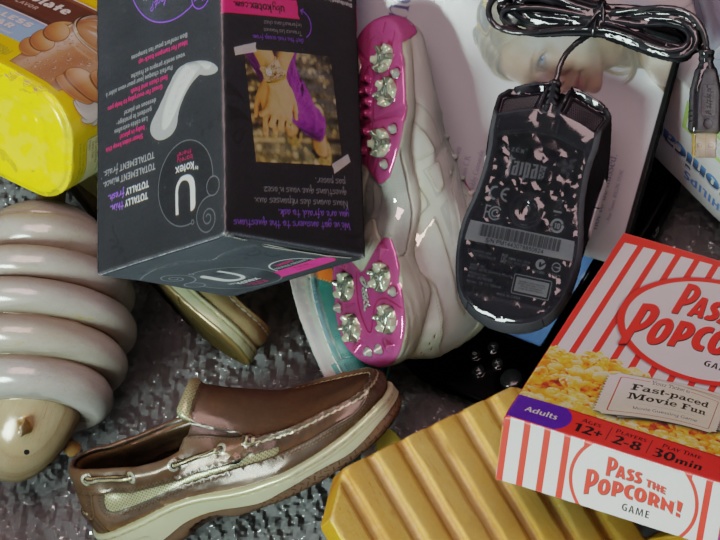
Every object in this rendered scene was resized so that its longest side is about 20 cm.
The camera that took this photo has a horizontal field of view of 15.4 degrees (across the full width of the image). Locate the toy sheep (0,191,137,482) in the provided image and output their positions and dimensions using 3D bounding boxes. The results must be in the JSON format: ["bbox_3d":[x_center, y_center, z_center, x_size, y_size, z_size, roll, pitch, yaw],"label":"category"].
[{"bbox_3d":[-0.196,0.027,1.574,0.137,0.138,0.201,-1,73,9],"label":"toy sheep"}]

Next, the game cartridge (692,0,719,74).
[{"bbox_3d":[0.292,-0.167,1.542,0.199,0.041,0.134,-6,59,-6],"label":"game cartridge"}]

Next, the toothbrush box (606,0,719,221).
[{"bbox_3d":[0.258,-0.134,1.591,0.200,0.086,0.146,-30,60,-20],"label":"toothbrush box"}]

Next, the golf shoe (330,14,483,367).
[{"bbox_3d":[0.031,-0.046,1.535,0.075,0.091,0.201,2,92,54],"label":"golf shoe"}]

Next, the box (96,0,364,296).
[{"bbox_3d":[-0.075,-0.097,1.515,0.122,0.106,0.201,-15,71,47],"label":"box"}]

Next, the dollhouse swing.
[{"bbox_3d":[0.109,0.151,1.392,0.200,0.182,0.176,-23,91,-31],"label":"dollhouse swing"}]

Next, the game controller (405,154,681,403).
[{"bbox_3d":[0.109,-0.004,1.590,0.104,0.042,0.200,25,68,20],"label":"game controller"}]

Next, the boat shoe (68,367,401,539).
[{"bbox_3d":[-0.077,0.096,1.506,0.202,0.075,0.075,-27,17,15],"label":"boat shoe"}]

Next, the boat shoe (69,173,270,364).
[{"bbox_3d":[-0.113,-0.027,1.619,0.066,0.074,0.200,-40,63,-7],"label":"boat shoe"}]

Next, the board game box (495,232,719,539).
[{"bbox_3d":[0.179,0.065,1.449,0.151,0.046,0.200,16,35,16],"label":"board game box"}]

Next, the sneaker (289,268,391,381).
[{"bbox_3d":[0.000,0.000,1.588,0.080,0.071,0.201,-17,59,5],"label":"sneaker"}]

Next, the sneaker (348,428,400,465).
[{"bbox_3d":[0.040,0.174,1.494,0.090,0.078,0.201,-5,57,-17],"label":"sneaker"}]

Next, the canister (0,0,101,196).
[{"bbox_3d":[-0.162,-0.132,1.625,0.148,0.087,0.200,27,40,27],"label":"canister"}]

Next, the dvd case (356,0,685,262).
[{"bbox_3d":[0.076,-0.097,1.548,0.199,0.143,0.018,17,21,10],"label":"dvd case"}]

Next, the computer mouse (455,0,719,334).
[{"bbox_3d":[0.132,-0.059,1.499,0.140,0.046,0.201,6,87,17],"label":"computer mouse"}]
